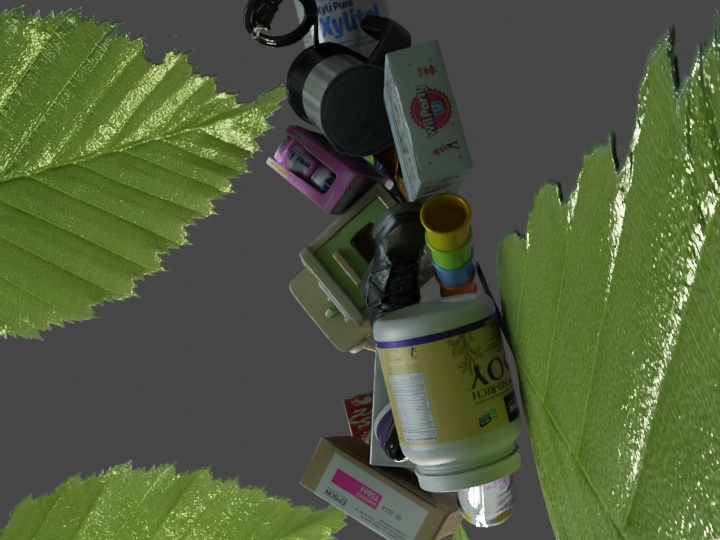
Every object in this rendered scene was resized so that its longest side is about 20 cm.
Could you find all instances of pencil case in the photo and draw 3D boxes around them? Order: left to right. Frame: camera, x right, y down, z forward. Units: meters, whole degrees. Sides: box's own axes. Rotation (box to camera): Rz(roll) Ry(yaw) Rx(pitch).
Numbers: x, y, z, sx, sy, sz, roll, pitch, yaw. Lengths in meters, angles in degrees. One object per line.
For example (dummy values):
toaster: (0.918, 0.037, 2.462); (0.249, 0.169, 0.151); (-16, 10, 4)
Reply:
pencil case: (0.157, 0.252, 1.612); (0.201, 0.082, 0.091); (78, -170, -53)

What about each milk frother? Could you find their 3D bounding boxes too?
milk frother: (-0.051, -0.265, 1.630); (0.188, 0.199, 0.182); (-134, 58, -65)

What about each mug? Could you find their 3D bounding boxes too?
mug: (0.080, 0.227, 1.959); (0.178, 0.198, 0.135); (-132, 27, -85)

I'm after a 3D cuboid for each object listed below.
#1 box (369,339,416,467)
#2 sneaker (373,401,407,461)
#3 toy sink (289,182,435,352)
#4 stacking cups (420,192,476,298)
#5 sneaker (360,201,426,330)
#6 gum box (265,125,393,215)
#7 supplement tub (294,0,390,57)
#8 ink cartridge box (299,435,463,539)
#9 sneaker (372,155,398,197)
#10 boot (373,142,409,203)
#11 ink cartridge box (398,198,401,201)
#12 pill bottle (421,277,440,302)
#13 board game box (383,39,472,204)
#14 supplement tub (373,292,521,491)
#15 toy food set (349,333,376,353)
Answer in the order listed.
box: (0.082, 0.162, 1.693); (0.152, 0.105, 0.202); (28, -115, -77)
sneaker: (0.098, 0.155, 1.559); (0.075, 0.201, 0.088); (33, -174, -14)
toy sink: (0.000, 0.000, 1.687); (0.131, 0.200, 0.112); (50, -174, 11)
stacking cups: (0.109, -0.012, 1.513); (0.201, 0.060, 0.061); (77, 178, -57)
sneaker: (0.050, 0.010, 1.517); (0.200, 0.076, 0.115); (109, 152, -49)
gum box: (-0.039, -0.132, 1.703); (0.113, 0.066, 0.200); (37, -169, 13)
supplement tub: (-0.025, -0.367, 1.794); (0.132, 0.131, 0.202); (-113, 9, -78)
ink cartridge box: (0.034, 0.305, 1.707); (0.199, 0.075, 0.165); (30, -178, 17)
sneaker: (0.050, -0.198, 1.907); (0.201, 0.070, 0.078); (85, 180, -53)
boot: (0.053, -0.157, 1.667); (0.155, 0.076, 0.201); (56, -167, -78)
ink cartridge box: (0.090, -0.040, 2.119); (0.200, 0.043, 0.175); (-116, 14, -81)
pill bottle: (0.066, 0.022, 1.945); (0.200, 0.110, 0.112); (162, 95, -73)
board game box: (0.073, -0.162, 1.440); (0.200, 0.064, 0.149); (83, 172, -86)
supplement tub: (0.104, 0.138, 1.445); (0.145, 0.144, 0.202); (-127, 23, -85)
toy food set: (0.027, 0.103, 1.949); (0.200, 0.142, 0.061); (78, -151, -79)
